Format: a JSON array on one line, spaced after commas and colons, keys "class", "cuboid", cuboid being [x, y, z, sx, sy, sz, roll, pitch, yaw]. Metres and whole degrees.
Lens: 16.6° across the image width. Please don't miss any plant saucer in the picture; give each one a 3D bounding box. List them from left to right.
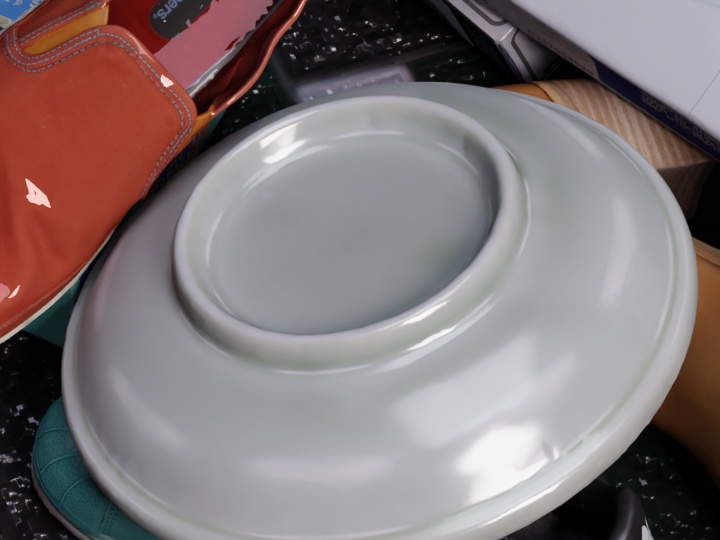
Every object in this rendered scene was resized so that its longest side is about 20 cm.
[{"class": "plant saucer", "cuboid": [0.000, 0.000, 0.743, 0.199, 0.050, 0.201, -9, 45, 9]}]

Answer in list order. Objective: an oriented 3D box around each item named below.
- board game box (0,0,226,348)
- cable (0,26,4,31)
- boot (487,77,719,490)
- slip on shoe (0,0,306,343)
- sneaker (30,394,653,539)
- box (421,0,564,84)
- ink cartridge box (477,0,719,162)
[{"class": "board game box", "cuboid": [-0.152, -0.077, 0.861, 0.199, 0.045, 0.152, 24, 55, 10]}, {"class": "cable", "cuboid": [-0.154, -0.108, 0.790, 0.199, 0.051, 0.164, 16, 77, -16]}, {"class": "boot", "cuboid": [0.059, 0.025, 0.807, 0.154, 0.074, 0.200, -12, 52, -12]}, {"class": "slip on shoe", "cuboid": [-0.080, -0.054, 0.767, 0.074, 0.061, 0.200, 47, 73, -15]}, {"class": "sneaker", "cuboid": [-0.004, 0.064, 0.759, 0.199, 0.080, 0.072, 14, 57, 3]}, {"class": "box", "cuboid": [0.027, -0.175, 0.915, 0.117, 0.060, 0.200, -46, 69, 0]}, {"class": "ink cartridge box", "cuboid": [0.123, -0.155, 0.829, 0.199, 0.041, 0.200, 35, 86, 21]}]
